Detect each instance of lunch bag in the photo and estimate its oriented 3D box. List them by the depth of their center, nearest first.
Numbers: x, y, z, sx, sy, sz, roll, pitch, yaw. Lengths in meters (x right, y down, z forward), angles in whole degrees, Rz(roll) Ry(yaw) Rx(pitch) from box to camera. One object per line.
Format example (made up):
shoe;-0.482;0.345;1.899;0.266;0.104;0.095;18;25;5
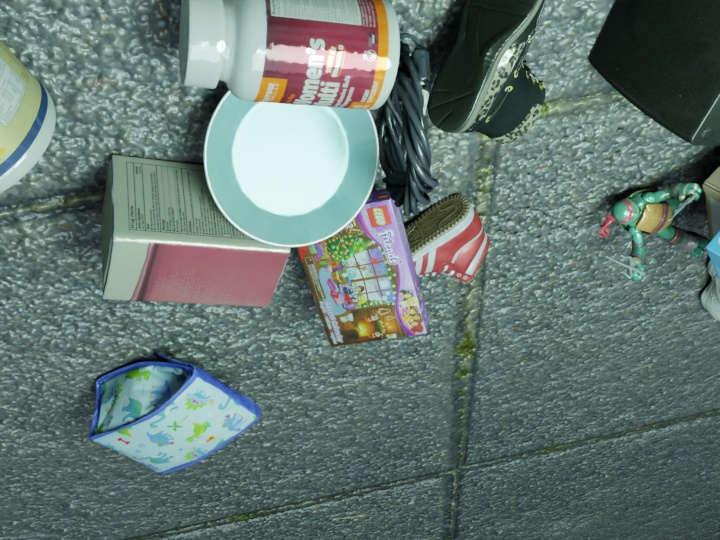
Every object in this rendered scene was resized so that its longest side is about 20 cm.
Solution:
lunch bag;-0.277;0.210;1.254;0.198;0.129;0.170;-19;143;22

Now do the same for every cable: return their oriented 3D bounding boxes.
cable;0.052;-0.141;0.879;0.050;0.165;0.200;-8;161;-8

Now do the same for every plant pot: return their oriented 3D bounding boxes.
plant pot;0.393;-0.241;0.864;0.197;0.179;0.201;-2;140;-16

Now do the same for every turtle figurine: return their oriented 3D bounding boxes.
turtle figurine;0.414;-0.071;1.147;0.198;0.101;0.151;-1;133;-33

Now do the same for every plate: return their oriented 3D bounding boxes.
plate;-0.075;-0.126;0.911;0.198;0.026;0.203;-5;106;-19

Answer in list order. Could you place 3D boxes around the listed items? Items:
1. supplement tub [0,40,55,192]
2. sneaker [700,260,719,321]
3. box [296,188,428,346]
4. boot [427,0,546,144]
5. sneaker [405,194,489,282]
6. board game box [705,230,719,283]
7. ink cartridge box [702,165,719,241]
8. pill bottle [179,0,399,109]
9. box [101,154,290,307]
supplement tub;-0.383;-0.169;0.724;0.143;0.146;0.200;-22;142;10
sneaker;0.614;0.048;1.366;0.074;0.100;0.200;-24;143;9
box;0.000;0.000;1.065;0.135;0.039;0.202;-10;119;15
boot;0.162;-0.233;0.890;0.153;0.073;0.205;4;118;-57
sneaker;0.085;-0.013;1.137;0.199;0.072;0.112;-30;137;16
board game box;0.529;-0.063;1.044;0.200;0.040;0.153;-49;140;0
ink cartridge box;0.554;-0.102;1.127;0.165;0.075;0.200;-46;141;-6
pill bottle;-0.070;-0.216;0.797;0.198;0.110;0.110;0;141;-19
box;-0.195;-0.042;0.960;0.198;0.129;0.109;4;139;-22
